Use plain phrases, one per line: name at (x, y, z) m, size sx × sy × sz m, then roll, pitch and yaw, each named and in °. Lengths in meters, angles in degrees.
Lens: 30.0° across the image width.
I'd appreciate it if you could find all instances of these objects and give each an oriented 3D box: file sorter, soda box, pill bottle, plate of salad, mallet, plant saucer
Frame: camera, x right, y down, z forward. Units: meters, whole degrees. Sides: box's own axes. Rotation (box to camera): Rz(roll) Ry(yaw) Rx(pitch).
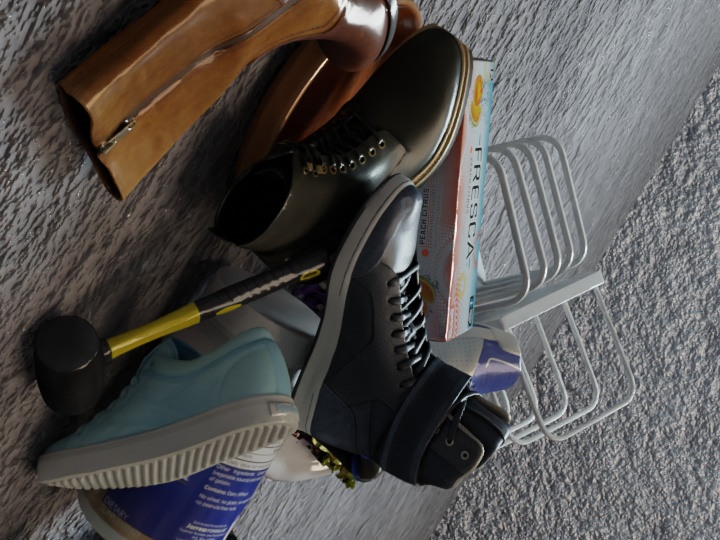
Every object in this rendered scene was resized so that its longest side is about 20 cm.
file sorter at (0.139, 0.098, 1.285) m, size 0.138 × 0.126 × 0.199 m, roll -21°, pitch 180°, yaw -36°
soda box at (0.051, -0.055, 0.968) m, size 0.068 × 0.063 × 0.202 m, roll -16°, pitch 113°, yaw -67°
pill bottle at (-0.111, 0.106, 0.970) m, size 0.201 × 0.115 × 0.116 m, roll -59°, pitch 165°, yaw 11°
file sorter at (0.111, -0.041, 1.208) m, size 0.123 × 0.140 × 0.200 m, roll -13°, pitch -176°, yaw 26°
plate of salad at (0.004, 0.137, 1.174) m, size 0.198 × 0.048 × 0.201 m, roll -22°, pitch 152°, yaw -12°
mallet at (-0.108, 0.024, 0.823) m, size 0.199 × 0.041 × 0.066 m, roll -26°, pitch 156°, yaw -14°
plant saucer at (-0.026, -0.108, 0.943) m, size 0.201 × 0.032 × 0.201 m, roll -50°, pitch 165°, yaw -18°

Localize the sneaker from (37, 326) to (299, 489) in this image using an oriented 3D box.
sneaker at (-0.129, 0.090, 0.884) m, size 0.198 × 0.083 × 0.074 m, roll -18°, pitch 157°, yaw 21°

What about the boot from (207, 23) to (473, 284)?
boot at (-0.007, -0.081, 0.866) m, size 0.201 × 0.077 × 0.138 m, roll -58°, pitch 161°, yaw 4°

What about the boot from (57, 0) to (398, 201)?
boot at (-0.065, -0.112, 0.741) m, size 0.200 × 0.068 × 0.189 m, roll -51°, pitch 165°, yaw -13°

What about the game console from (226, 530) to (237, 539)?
game console at (-0.198, 0.276, 1.145) m, size 0.118 × 0.173 × 0.201 m, roll 13°, pitch 118°, yaw -30°

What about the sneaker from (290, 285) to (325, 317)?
sneaker at (-0.053, 0.048, 1.089) m, size 0.200 × 0.080 × 0.084 m, roll -43°, pitch 141°, yaw -23°

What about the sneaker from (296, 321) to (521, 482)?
sneaker at (0.027, 0.105, 1.038) m, size 0.081 × 0.197 × 0.116 m, roll 121°, pitch -34°, yaw -57°

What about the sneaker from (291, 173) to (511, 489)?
sneaker at (0.043, 0.049, 0.880) m, size 0.077 × 0.145 × 0.204 m, roll -34°, pitch 146°, yaw -55°

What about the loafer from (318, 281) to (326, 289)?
loafer at (0.000, 0.000, 1.039) m, size 0.200 × 0.062 × 0.073 m, roll 46°, pitch 42°, yaw -64°
